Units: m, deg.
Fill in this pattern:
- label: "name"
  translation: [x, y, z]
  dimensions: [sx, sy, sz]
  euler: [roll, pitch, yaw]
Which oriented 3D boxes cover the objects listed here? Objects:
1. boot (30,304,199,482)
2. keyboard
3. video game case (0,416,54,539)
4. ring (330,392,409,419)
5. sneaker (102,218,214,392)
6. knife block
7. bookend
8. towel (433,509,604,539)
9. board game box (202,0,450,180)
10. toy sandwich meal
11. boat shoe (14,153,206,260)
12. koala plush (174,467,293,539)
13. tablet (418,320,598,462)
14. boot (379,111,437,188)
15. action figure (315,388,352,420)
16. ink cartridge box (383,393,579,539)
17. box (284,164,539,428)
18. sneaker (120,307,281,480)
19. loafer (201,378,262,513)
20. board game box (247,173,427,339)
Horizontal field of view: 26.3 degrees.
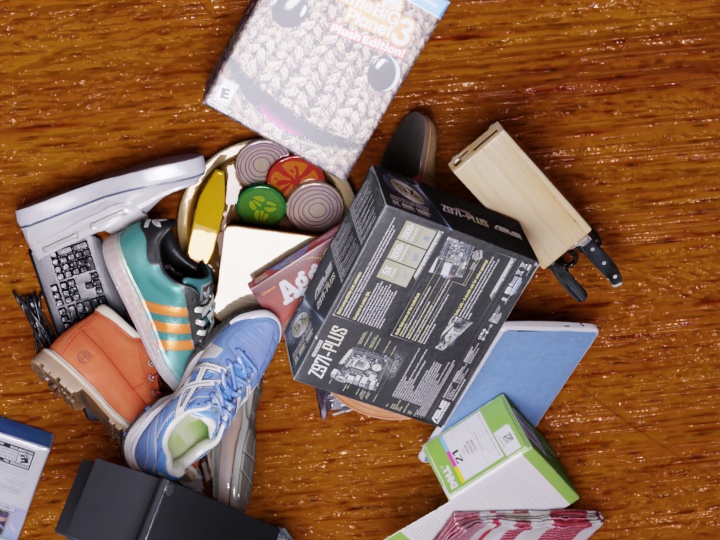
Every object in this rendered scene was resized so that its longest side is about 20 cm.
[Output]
- label: "boot"
  translation: [-0.221, 0.121, 1.539]
  dimensions: [0.200, 0.075, 0.107]
  euler: [42, 67, 5]
- label: "keyboard"
  translation: [-0.288, 0.069, 1.580]
  dimensions: [0.104, 0.040, 0.200]
  euler: [-16, 107, 1]
- label: "video game case"
  translation: [-0.446, 0.226, 1.615]
  dimensions: [0.200, 0.045, 0.181]
  euler: [20, 104, -9]
- label: "ring"
  translation: [0.047, 0.057, 1.529]
  dimensions: [0.200, 0.019, 0.201]
  euler: [-5, 114, -11]
- label: "sneaker"
  translation: [-0.172, 0.042, 1.500]
  dimensions: [0.080, 0.071, 0.200]
  euler: [-23, 106, 17]
- label: "knife block"
  translation: [0.180, -0.048, 1.505]
  dimensions: [0.064, 0.200, 0.176]
  euler: [-41, 75, 9]
- label: "bookend"
  translation: [-0.214, 0.236, 1.430]
  dimensions: [0.199, 0.200, 0.092]
  euler: [13, 76, 31]
- label: "towel"
  translation: [0.148, 0.304, 1.622]
  dimensions: [0.200, 0.023, 0.144]
  euler: [4, 133, -32]
- label: "board game box"
  translation: [-0.035, -0.216, 1.475]
  dimensions: [0.159, 0.097, 0.200]
  euler: [28, 104, -11]
- label: "toy sandwich meal"
  translation: [-0.093, -0.031, 1.543]
  dimensions: [0.205, 0.070, 0.205]
  euler: [-1, 107, -3]
- label: "boat shoe"
  translation: [-0.240, -0.063, 1.526]
  dimensions: [0.200, 0.074, 0.065]
  euler: [-16, 101, 13]
- label: "koala plush"
  translation: [-0.190, 0.278, 1.593]
  dimensions: [0.177, 0.184, 0.200]
  euler: [-31, 78, 28]
- label: "tablet"
  translation: [0.151, 0.126, 1.580]
  dimensions: [0.130, 0.014, 0.200]
  euler: [3, 131, -33]
- label: "boot"
  translation: [0.060, -0.063, 1.554]
  dimensions: [0.075, 0.074, 0.200]
  euler: [-1, 111, -25]
- label: "action figure"
  translation: [0.051, 0.100, 1.596]
  dimensions: [0.200, 0.069, 0.130]
  euler: [-8, 103, -4]
- label: "ink cartridge box"
  translation: [0.106, 0.236, 1.603]
  dimensions: [0.200, 0.076, 0.148]
  euler: [-33, 141, 8]
- label: "box"
  translation: [0.044, 0.027, 1.445]
  dimensions: [0.164, 0.086, 0.200]
  euler: [19, 115, -19]
- label: "sneaker"
  translation: [-0.137, 0.122, 1.464]
  dimensions: [0.076, 0.077, 0.200]
  euler: [45, 75, -30]
- label: "loafer"
  translation: [-0.138, 0.157, 1.566]
  dimensions: [0.063, 0.072, 0.200]
  euler: [2, 67, 8]
- label: "board game box"
  translation: [0.000, 0.000, 1.512]
  dimensions: [0.200, 0.019, 0.103]
  euler: [-33, 115, 2]
